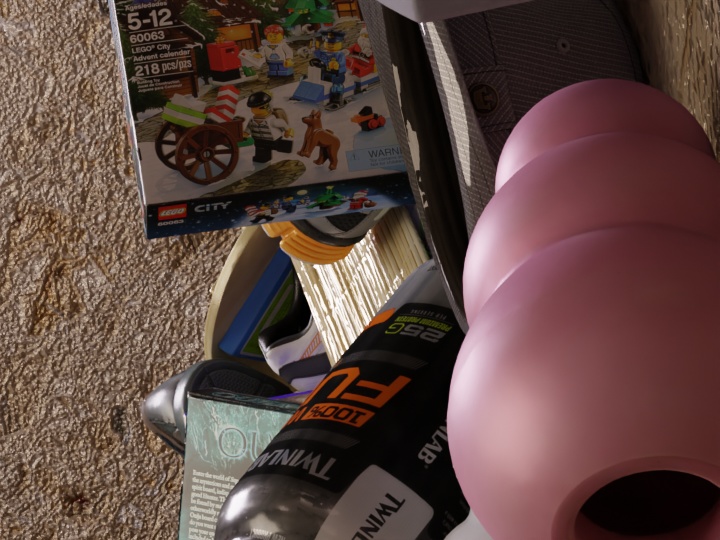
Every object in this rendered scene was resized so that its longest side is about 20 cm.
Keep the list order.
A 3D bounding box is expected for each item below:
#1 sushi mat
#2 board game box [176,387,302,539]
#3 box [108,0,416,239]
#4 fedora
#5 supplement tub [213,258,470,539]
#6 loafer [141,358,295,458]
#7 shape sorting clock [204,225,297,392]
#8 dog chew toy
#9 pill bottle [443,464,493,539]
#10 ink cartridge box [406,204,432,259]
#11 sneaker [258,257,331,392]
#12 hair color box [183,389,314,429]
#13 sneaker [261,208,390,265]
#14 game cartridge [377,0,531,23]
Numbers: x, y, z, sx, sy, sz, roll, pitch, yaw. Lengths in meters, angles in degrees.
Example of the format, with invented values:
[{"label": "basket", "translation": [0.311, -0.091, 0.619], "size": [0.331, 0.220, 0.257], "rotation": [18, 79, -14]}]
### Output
[{"label": "sushi mat", "translation": [0.000, 0.000, 1.444], "size": [0.096, 0.012, 0.200], "rotation": [-62, 27, 26]}, {"label": "board game box", "translation": [-0.004, 0.138, 1.441], "size": [0.028, 0.199, 0.136], "rotation": [-4, -79, -57]}, {"label": "box", "translation": [-0.012, -0.095, 1.354], "size": [0.038, 0.199, 0.137], "rotation": [100, 161, -65]}, {"label": "fedora", "translation": [0.063, -0.070, 1.197], "size": [0.177, 0.090, 0.201], "rotation": [94, 160, -71]}, {"label": "supplement tub", "translation": [0.020, 0.098, 1.262], "size": [0.200, 0.122, 0.123], "rotation": [-50, -26, -33]}, {"label": "loafer", "translation": [-0.033, 0.108, 1.624], "size": [0.063, 0.200, 0.072], "rotation": [-13, 49, 51]}, {"label": "shape sorting clock", "translation": [-0.013, -0.013, 1.627], "size": [0.039, 0.200, 0.201], "rotation": [39, 150, 30]}, {"label": "dog chew toy", "translation": [0.087, 0.013, 0.975], "size": [0.201, 0.124, 0.125], "rotation": [-94, 0, -48]}, {"label": "pill bottle", "translation": [0.089, 0.153, 1.161], "size": [0.112, 0.111, 0.201], "rotation": [156, 106, -84]}, {"label": "ink cartridge box", "translation": [0.048, -0.077, 1.451], "size": [0.117, 0.067, 0.201], "rotation": [104, 157, -69]}, {"label": "sneaker", "translation": [0.011, -0.021, 1.542], "size": [0.074, 0.080, 0.201], "rotation": [-147, 79, -76]}, {"label": "hair color box", "translation": [0.011, 0.110, 1.486], "size": [0.065, 0.199, 0.110], "rotation": [-2, -98, -58]}, {"label": "sneaker", "translation": [-0.031, -0.107, 1.419], "size": [0.077, 0.078, 0.201], "rotation": [-31, 82, 45]}, {"label": "game cartridge", "translation": [0.047, -0.145, 1.049], "size": [0.200, 0.132, 0.041], "rotation": [-111, 7, -64]}]
